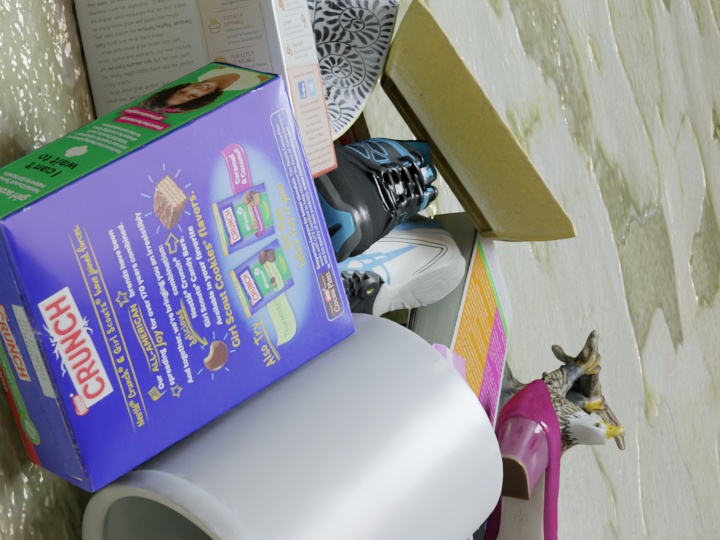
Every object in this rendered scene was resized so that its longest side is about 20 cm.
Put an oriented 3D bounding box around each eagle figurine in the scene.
[{"bbox_3d":[0.145,0.140,1.993,0.152,0.151,0.200,43,53,-3],"label":"eagle figurine"}]

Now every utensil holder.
[{"bbox_3d":[-0.035,0.142,1.434,0.200,0.169,0.171,-38,121,-35],"label":"utensil holder"}]

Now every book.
[{"bbox_3d":[0.075,0.075,1.843,0.134,0.048,0.201,64,30,-45],"label":"book"}]

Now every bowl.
[{"bbox_3d":[-0.054,-0.191,1.642,0.201,0.093,0.202,-42,138,-52],"label":"bowl"}]

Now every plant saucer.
[{"bbox_3d":[0.073,-0.095,1.764,0.201,0.048,0.200,57,-1,-1],"label":"plant saucer"}]

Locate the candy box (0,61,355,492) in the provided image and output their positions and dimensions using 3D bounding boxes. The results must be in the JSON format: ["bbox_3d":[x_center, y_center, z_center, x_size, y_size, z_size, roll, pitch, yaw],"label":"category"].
[{"bbox_3d":[-0.117,0.000,1.379,0.199,0.077,0.170,-30,116,-32],"label":"candy box"}]

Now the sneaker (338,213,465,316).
[{"bbox_3d":[0.000,0.000,1.713,0.072,0.072,0.199,45,28,18],"label":"sneaker"}]

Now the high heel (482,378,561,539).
[{"bbox_3d":[0.130,0.183,1.866,0.096,0.067,0.201,-61,159,-47],"label":"high heel"}]

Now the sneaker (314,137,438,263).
[{"bbox_3d":[0.008,-0.060,1.652,0.200,0.081,0.074,-76,151,-76],"label":"sneaker"}]

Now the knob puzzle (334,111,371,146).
[{"bbox_3d":[-0.039,-0.057,1.743,0.219,0.030,0.222,31,56,-60],"label":"knob puzzle"}]

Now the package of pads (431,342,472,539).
[{"bbox_3d":[0.013,0.156,1.687,0.076,0.120,0.202,21,64,-58],"label":"package of pads"}]

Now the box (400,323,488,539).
[{"bbox_3d":[0.045,0.163,1.855,0.160,0.044,0.201,-57,134,-58],"label":"box"}]

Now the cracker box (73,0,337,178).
[{"bbox_3d":[-0.100,-0.147,1.496,0.058,0.133,0.202,-29,110,-65],"label":"cracker box"}]
